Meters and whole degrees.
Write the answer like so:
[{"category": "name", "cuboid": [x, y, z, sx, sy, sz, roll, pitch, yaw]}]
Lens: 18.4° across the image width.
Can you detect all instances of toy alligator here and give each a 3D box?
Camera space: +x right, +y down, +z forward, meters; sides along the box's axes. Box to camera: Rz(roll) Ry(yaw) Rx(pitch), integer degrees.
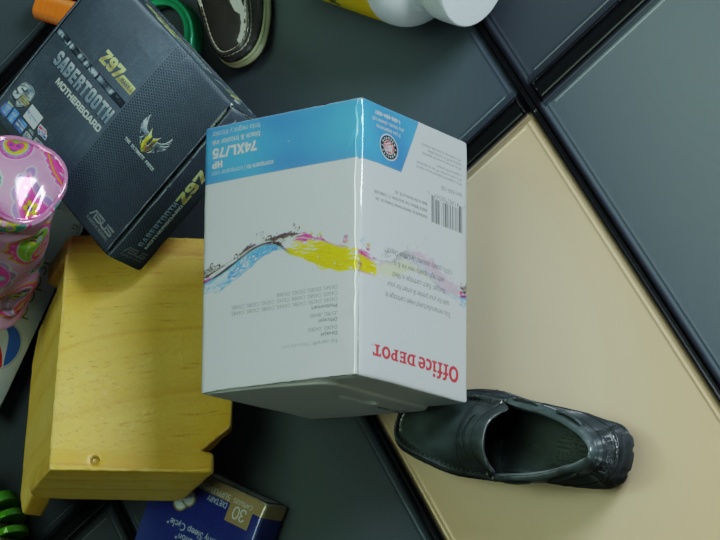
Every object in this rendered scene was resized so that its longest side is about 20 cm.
[{"category": "toy alligator", "cuboid": [-0.300, 0.258, 1.892, 0.054, 0.059, 0.201, -26, 66, 29]}]

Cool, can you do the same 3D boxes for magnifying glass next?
[{"category": "magnifying glass", "cuboid": [-0.216, -0.213, 1.959, 0.199, 0.022, 0.080, 20, 92, 35]}]

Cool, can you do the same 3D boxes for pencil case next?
[{"category": "pencil case", "cuboid": [-0.292, -0.028, 1.792, 0.200, 0.087, 0.088, 122, 136, -57]}]

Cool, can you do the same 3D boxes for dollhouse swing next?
[{"category": "dollhouse swing", "cuboid": [-0.193, 0.102, 1.836, 0.180, 0.176, 0.202, 1, 64, -2]}]

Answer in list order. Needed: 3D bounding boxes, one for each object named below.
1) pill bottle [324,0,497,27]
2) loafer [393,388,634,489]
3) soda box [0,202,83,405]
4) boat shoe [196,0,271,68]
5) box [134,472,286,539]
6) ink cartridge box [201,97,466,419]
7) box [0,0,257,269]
[{"category": "pill bottle", "cuboid": [0.015, -0.255, 1.740, 0.199, 0.112, 0.113, 24, 94, 37]}, {"category": "loafer", "cuboid": [0.103, 0.120, 1.621, 0.199, 0.070, 0.069, 6, 83, 37]}, {"category": "soda box", "cuboid": [-0.317, 0.025, 1.942, 0.068, 0.063, 0.201, 36, 102, 56]}, {"category": "boat shoe", "cuboid": [-0.126, -0.268, 1.875, 0.073, 0.065, 0.202, -23, 68, 28]}, {"category": "box", "cuboid": [-0.142, 0.264, 1.794, 0.121, 0.032, 0.202, 20, 93, 37]}, {"category": "ink cartridge box", "cuboid": [-0.017, -0.003, 1.631, 0.145, 0.146, 0.202, -8, 75, 34]}, {"category": "box", "cuboid": [-0.191, -0.124, 1.788, 0.158, 0.051, 0.200, -48, 58, 9]}]
